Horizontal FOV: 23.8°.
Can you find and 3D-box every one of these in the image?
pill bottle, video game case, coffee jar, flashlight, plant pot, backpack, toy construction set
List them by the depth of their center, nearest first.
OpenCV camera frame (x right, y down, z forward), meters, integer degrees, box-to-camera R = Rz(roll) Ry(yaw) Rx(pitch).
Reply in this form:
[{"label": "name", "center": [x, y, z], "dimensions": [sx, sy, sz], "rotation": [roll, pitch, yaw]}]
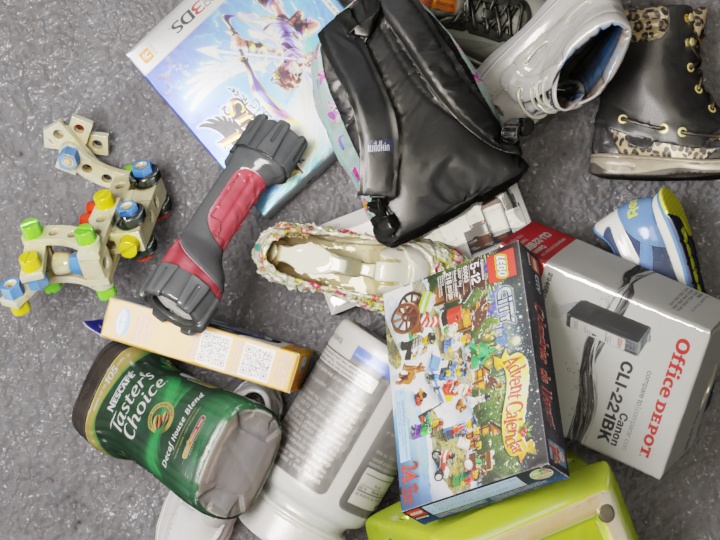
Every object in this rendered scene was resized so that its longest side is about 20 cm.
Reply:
[{"label": "plant pot", "center": [0.140, 0.268, 1.435], "dimensions": [0.198, 0.181, 0.201], "rotation": [-20, 89, -15]}, {"label": "backpack", "center": [0.033, -0.135, 1.467], "dimensions": [0.166, 0.127, 0.202], "rotation": [-27, 84, -17]}, {"label": "flashlight", "center": [-0.113, -0.042, 1.472], "dimensions": [0.068, 0.068, 0.201], "rotation": [38, 67, -13]}, {"label": "coffee jar", "center": [-0.166, 0.135, 1.500], "dimensions": [0.199, 0.085, 0.105], "rotation": [21, 85, 43]}, {"label": "pill bottle", "center": [-0.018, 0.156, 1.514], "dimensions": [0.113, 0.114, 0.201], "rotation": [31, 91, 5]}, {"label": "toy construction set", "center": [-0.245, -0.050, 1.534], "dimensions": [0.129, 0.093, 0.202], "rotation": [-7, 51, 14]}, {"label": "video game case", "center": [-0.084, -0.182, 1.563], "dimensions": [0.181, 0.045, 0.200], "rotation": [-42, 86, 4]}]

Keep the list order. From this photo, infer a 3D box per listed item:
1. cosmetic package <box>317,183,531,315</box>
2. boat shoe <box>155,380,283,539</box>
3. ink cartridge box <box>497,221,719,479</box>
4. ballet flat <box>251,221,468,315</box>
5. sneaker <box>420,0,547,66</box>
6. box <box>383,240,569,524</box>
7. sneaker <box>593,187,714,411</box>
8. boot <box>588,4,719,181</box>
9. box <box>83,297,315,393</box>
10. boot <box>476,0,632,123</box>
[{"label": "cosmetic package", "center": [0.053, -0.033, 1.544], "dimensions": [0.198, 0.051, 0.083], "rotation": [-22, 86, 4]}, {"label": "boat shoe", "center": [-0.129, 0.192, 1.545], "dimensions": [0.072, 0.069, 0.201], "rotation": [33, 91, 5]}, {"label": "ink cartridge box", "center": [0.202, 0.067, 1.467], "dimensions": [0.198, 0.084, 0.146], "rotation": [23, 114, 19]}, {"label": "ballet flat", "center": [0.000, 0.000, 1.491], "dimensions": [0.197, 0.064, 0.077], "rotation": [5, 90, 5]}, {"label": "sneaker", "center": [0.099, -0.225, 1.530], "dimensions": [0.198, 0.079, 0.075], "rotation": [12, 89, 1]}, {"label": "box", "center": [0.090, 0.090, 1.392], "dimensions": [0.136, 0.038, 0.202], "rotation": [-23, 55, 27]}, {"label": "sneaker", "center": [0.264, 0.032, 1.515], "dimensions": [0.081, 0.074, 0.202], "rotation": [-13, 93, 20]}, {"label": "boot", "center": [0.300, -0.157, 1.517], "dimensions": [0.197, 0.073, 0.153], "rotation": [-2, 88, 11]}, {"label": "box", "center": [-0.144, 0.061, 1.525], "dimensions": [0.198, 0.119, 0.042], "rotation": [18, 91, 5]}, {"label": "boot", "center": [0.156, -0.163, 1.486], "dimensions": [0.073, 0.096, 0.201], "rotation": [27, 117, -23]}]
